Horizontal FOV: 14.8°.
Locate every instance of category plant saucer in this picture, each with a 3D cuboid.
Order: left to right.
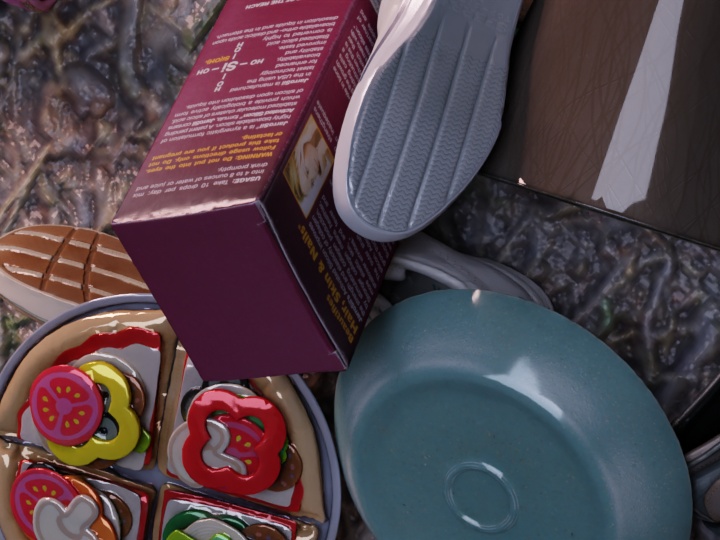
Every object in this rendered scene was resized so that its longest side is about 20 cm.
[{"bbox_3d":[0.067,0.105,1.384,0.200,0.036,0.200,15,124,23],"label":"plant saucer"}]

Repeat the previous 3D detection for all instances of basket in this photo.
[{"bbox_3d":[0.155,-0.120,1.354,0.180,0.136,0.200,18,92,21],"label":"basket"}]

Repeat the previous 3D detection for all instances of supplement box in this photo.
[{"bbox_3d":[-0.034,-0.054,1.378,0.085,0.200,0.110,-6,130,28],"label":"supplement box"}]

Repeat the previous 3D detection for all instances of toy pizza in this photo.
[{"bbox_3d":[-0.108,0.110,1.445,0.200,0.032,0.201,4,107,14],"label":"toy pizza"}]

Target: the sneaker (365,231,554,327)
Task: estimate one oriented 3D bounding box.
[{"bbox_3d":[0.000,0.000,1.435,0.200,0.088,0.075,18,97,22],"label":"sneaker"}]

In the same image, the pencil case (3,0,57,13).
[{"bbox_3d":[-0.248,-0.201,1.545,0.200,0.087,0.083,14,63,22],"label":"pencil case"}]

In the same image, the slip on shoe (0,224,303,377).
[{"bbox_3d":[-0.118,0.033,1.499,0.200,0.076,0.061,18,125,22],"label":"slip on shoe"}]

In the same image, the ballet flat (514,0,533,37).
[{"bbox_3d":[0.020,-0.173,1.444,0.200,0.068,0.067,20,88,20],"label":"ballet flat"}]

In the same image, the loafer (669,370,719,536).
[{"bbox_3d":[0.214,0.041,1.347,0.063,0.072,0.200,29,105,-20],"label":"loafer"}]

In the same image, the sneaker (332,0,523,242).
[{"bbox_3d":[0.035,-0.098,1.346,0.073,0.071,0.200,29,68,-13],"label":"sneaker"}]
